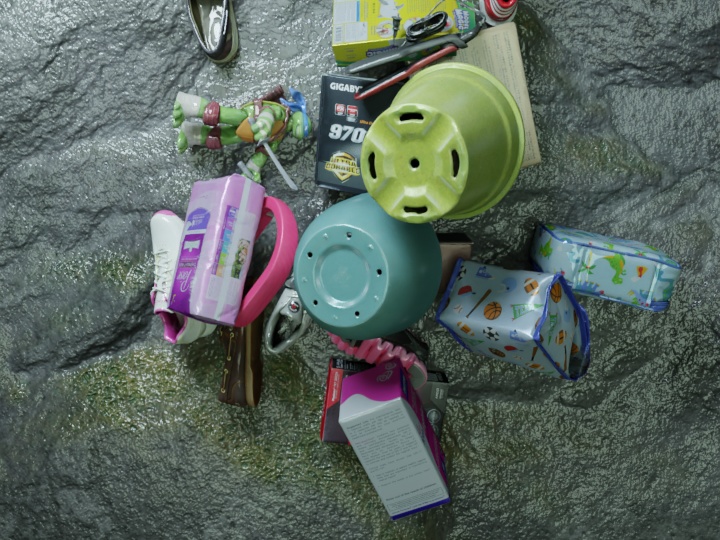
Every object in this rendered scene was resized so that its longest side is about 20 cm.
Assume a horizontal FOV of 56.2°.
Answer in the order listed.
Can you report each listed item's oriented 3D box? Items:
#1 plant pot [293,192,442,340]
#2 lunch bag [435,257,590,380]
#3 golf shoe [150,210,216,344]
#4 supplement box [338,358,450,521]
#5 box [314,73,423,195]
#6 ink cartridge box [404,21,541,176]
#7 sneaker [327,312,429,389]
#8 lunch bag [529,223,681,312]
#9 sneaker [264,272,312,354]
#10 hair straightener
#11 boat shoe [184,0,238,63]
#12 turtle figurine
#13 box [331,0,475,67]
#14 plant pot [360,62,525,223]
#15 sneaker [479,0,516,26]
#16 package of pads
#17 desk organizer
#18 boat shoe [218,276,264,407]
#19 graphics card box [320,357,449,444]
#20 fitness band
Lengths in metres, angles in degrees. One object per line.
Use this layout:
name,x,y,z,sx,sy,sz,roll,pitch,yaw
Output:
plant pot,0.000,0.000,0.898,0.195,0.161,0.207,2,97,17
lunch bag,0.230,0.078,0.975,0.200,0.167,0.126,45,66,-43
golf shoe,-0.278,0.014,1.009,0.074,0.091,0.205,-11,102,31
supplement box,0.051,0.251,1.003,0.101,0.102,0.203,-22,114,13
box,0.034,-0.186,0.963,0.195,0.046,0.164,14,111,20
ink cartridge box,0.163,-0.236,0.990,0.160,0.075,0.206,-14,102,2
sneaker,0.028,0.096,1.049,0.198,0.096,0.079,39,130,-4
lunch bag,0.354,-0.010,0.998,0.194,0.161,0.085,12,106,-2
sneaker,-0.086,0.043,1.031,0.073,0.089,0.204,27,98,-5
hair straightener,0.067,-0.296,0.875,0.195,0.041,0.078,-20,115,16
boat shoe,-0.217,-0.400,0.950,0.070,0.065,0.206,-8,100,1
turtle figurine,-0.168,-0.171,0.957,0.188,0.144,0.206,7,97,-5
box,0.060,-0.351,0.938,0.194,0.049,0.120,-4,64,10
plant pot,0.089,-0.143,0.822,0.195,0.184,0.206,7,110,21
sneaker,0.201,-0.453,0.923,0.076,0.116,0.206,-7,95,0
package of pads,-0.206,-0.029,0.952,0.074,0.119,0.206,17,80,-35
desk organizer,0.070,-0.012,1.033,0.194,0.072,0.079,0,104,-2
boat shoe,-0.188,0.110,1.046,0.068,0.070,0.207,5,93,10
graphics card box,0.038,0.220,1.087,0.194,0.051,0.129,8,101,-4
fitness band,-0.153,-0.010,0.968,0.037,0.146,0.201,16,127,-36
